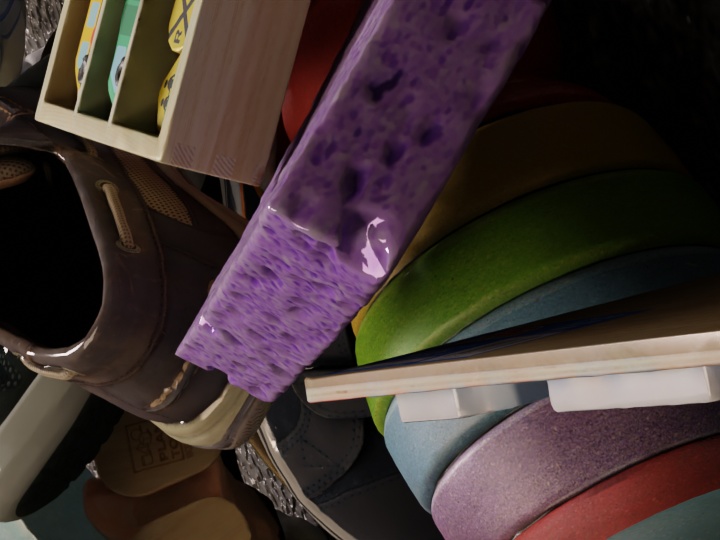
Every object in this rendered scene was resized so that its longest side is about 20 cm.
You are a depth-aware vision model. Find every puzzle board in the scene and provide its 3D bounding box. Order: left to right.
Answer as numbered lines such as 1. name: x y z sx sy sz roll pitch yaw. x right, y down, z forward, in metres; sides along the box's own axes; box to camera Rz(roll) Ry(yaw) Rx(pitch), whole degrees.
1. puzzle board: 0.093 0.008 0.588 0.200 0.150 0.017 -12 91 66

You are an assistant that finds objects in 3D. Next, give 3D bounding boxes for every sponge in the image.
1. sponge: 0.006 -0.036 0.619 0.030 0.112 0.200 29 168 -3

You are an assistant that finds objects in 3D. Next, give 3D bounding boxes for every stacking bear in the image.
1. stacking bear: 0.041 0.000 0.754 0.114 0.121 0.201 -51 55 47

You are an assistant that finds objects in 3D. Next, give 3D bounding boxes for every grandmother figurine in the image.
1. grandmother figurine: -0.049 0.096 1.021 0.200 0.060 0.122 64 -163 -70

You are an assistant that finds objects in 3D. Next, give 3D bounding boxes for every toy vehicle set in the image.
1. toy vehicle set: -0.030 -0.126 0.725 0.124 0.026 0.201 -162 87 -68

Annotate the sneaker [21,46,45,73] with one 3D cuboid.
1. sneaker: -0.130 -0.004 1.043 0.200 0.099 0.078 -105 7 -52

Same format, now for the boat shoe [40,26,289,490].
1. boat shoe: -0.041 -0.002 0.973 0.201 0.073 0.063 53 179 13

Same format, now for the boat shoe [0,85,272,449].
1. boat shoe: -0.090 -0.016 0.805 0.200 0.073 0.075 26 92 51

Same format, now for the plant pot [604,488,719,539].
1. plant pot: 0.120 0.119 0.626 0.200 0.134 0.201 36 153 21

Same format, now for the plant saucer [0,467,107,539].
1. plant saucer: -0.110 0.099 1.005 0.201 0.039 0.201 49 -179 -1

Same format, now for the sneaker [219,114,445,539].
1. sneaker: 0.000 0.000 0.869 0.079 0.078 0.201 20 128 66

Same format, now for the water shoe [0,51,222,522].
1. water shoe: -0.092 -0.019 0.914 0.079 0.201 0.072 23 165 6

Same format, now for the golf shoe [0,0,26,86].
1. golf shoe: -0.152 -0.070 0.955 0.200 0.078 0.098 73 -175 -73
